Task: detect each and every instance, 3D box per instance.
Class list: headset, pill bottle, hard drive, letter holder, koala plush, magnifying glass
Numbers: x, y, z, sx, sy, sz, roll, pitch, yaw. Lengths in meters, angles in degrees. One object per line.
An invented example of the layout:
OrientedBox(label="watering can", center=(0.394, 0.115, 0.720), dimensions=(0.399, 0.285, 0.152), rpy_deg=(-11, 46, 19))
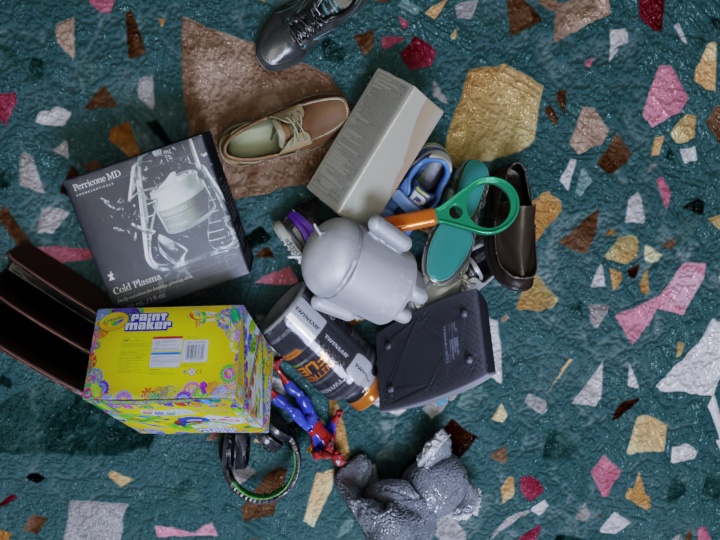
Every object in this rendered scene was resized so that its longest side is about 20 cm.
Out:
OrientedBox(label="headset", center=(-0.168, 0.260, 1.128), dimensions=(0.121, 0.094, 0.203), rpy_deg=(-25, 88, -1))
OrientedBox(label="pill bottle", center=(-0.049, 0.121, 1.106), dimensions=(0.106, 0.106, 0.200), rpy_deg=(-45, 104, 4))
OrientedBox(label="hard drive", center=(0.104, 0.119, 1.035), dimensions=(0.042, 0.138, 0.198), rpy_deg=(21, 144, -39))
OrientedBox(label="letter holder", center=(-0.428, 0.068, 1.026), dimensions=(0.198, 0.142, 0.101), rpy_deg=(35, 97, -13))
OrientedBox(label="koala plush", center=(0.090, 0.361, 1.156), dimensions=(0.198, 0.183, 0.180), rpy_deg=(-31, 105, -12))
OrientedBox(label="magnifying glass", center=(0.126, -0.080, 1.037), dimensions=(0.195, 0.022, 0.082), rpy_deg=(-11, 84, 0))

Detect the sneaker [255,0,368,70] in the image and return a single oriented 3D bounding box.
OrientedBox(label="sneaker", center=(-0.067, -0.353, 1.013), dimensions=(0.199, 0.079, 0.076), rpy_deg=(-40, 104, 4))

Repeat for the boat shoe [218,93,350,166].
OrientedBox(label="boat shoe", center=(-0.107, -0.194, 1.045), dimensions=(0.196, 0.074, 0.077), rpy_deg=(-22, 105, -2))

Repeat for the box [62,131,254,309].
OrientedBox(label="box", center=(-0.273, -0.067, 1.029), dimensions=(0.196, 0.124, 0.201), rpy_deg=(-19, 102, -3))

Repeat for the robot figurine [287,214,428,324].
OrientedBox(label="robot figurine", center=(0.000, 0.000, 1.019), dimensions=(0.197, 0.114, 0.171), rpy_deg=(25, 115, -24))

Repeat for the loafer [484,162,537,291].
OrientedBox(label="loafer", center=(0.219, -0.070, 1.067), dimensions=(0.071, 0.072, 0.204), rpy_deg=(1, 66, -11))

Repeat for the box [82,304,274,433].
OrientedBox(label="box", center=(-0.234, 0.141, 0.996), dimensions=(0.195, 0.193, 0.125), rpy_deg=(-1, 65, 5))

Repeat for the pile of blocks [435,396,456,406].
OrientedBox(label="pile of blocks", center=(0.121, 0.151, 1.108), dimensions=(0.061, 0.201, 0.083), rpy_deg=(27, 54, 0))

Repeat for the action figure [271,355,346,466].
OrientedBox(label="action figure", center=(-0.069, 0.225, 1.131), dimensions=(0.065, 0.098, 0.202), rpy_deg=(-47, 111, -38))

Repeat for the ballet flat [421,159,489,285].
OrientedBox(label="ballet flat", center=(0.138, -0.066, 1.085), dimensions=(0.073, 0.074, 0.203), rpy_deg=(29, 75, -13))

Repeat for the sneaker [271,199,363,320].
OrientedBox(label="sneaker", center=(-0.035, -0.020, 1.096), dimensions=(0.099, 0.070, 0.201), rpy_deg=(-39, 105, 0))

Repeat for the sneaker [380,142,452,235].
OrientedBox(label="sneaker", center=(0.067, -0.098, 1.086), dimensions=(0.073, 0.082, 0.202), rpy_deg=(30, 98, -15))

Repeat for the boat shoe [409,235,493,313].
OrientedBox(label="boat shoe", center=(0.155, 0.001, 1.098), dimensions=(0.199, 0.065, 0.074), rpy_deg=(-40, 97, -18))

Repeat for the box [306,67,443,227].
OrientedBox(label="box", center=(0.019, -0.171, 1.046), dimensions=(0.077, 0.095, 0.202), rpy_deg=(25, 102, -46))
